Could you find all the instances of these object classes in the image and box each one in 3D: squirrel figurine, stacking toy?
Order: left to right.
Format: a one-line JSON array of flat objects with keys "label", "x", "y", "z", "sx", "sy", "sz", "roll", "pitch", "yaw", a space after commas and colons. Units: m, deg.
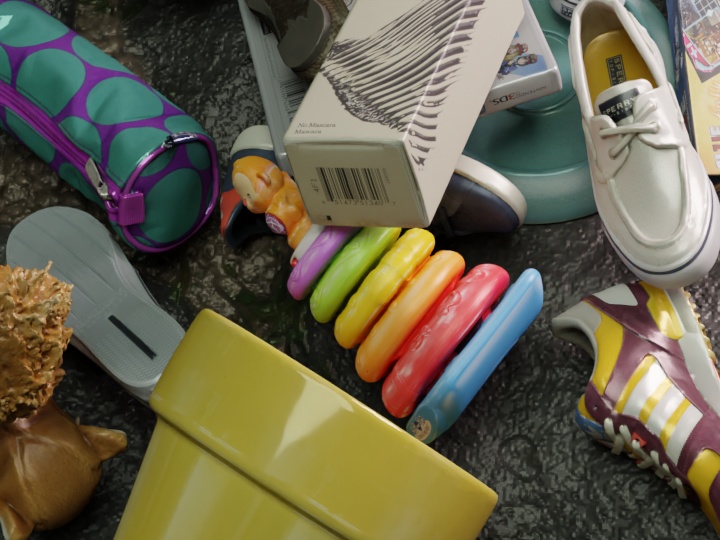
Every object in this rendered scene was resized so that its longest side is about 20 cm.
[{"label": "squirrel figurine", "x": -0.228, "y": 0.067, "z": 1.296, "sx": 0.141, "sy": 0.200, "sz": 0.187, "roll": -37, "pitch": 78, "yaw": -22}, {"label": "stacking toy", "x": 0.000, "y": 0.000, "z": 1.316, "sx": 0.200, "sy": 0.116, "sz": 0.110, "roll": 39, "pitch": 73, "yaw": 4}]

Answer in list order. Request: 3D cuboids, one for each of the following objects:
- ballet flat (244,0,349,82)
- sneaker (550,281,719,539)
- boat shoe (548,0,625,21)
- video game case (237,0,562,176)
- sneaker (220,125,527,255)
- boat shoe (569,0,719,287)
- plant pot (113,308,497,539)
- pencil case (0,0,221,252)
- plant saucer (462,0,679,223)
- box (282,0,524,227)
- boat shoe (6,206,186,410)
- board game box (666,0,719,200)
[{"label": "ballet flat", "x": -0.034, "y": -0.175, "z": 1.424, "sx": 0.068, "sy": 0.046, "sz": 0.200, "roll": -54, "pitch": 29, "yaw": 19}, {"label": "sneaker", "x": 0.178, "y": 0.098, "z": 1.300, "sx": 0.089, "sy": 0.075, "sz": 0.201, "roll": -17, "pitch": 54, "yaw": -3}, {"label": "boat shoe", "x": 0.149, "y": -0.256, "z": 1.464, "sx": 0.073, "sy": 0.068, "sz": 0.200, "roll": 6, "pitch": 51, "yaw": 6}, {"label": "video game case", "x": 0.020, "y": -0.149, "z": 1.421, "sx": 0.181, "sy": 0.022, "sz": 0.201, "roll": -17, "pitch": 38, "yaw": 1}, {"label": "sneaker", "x": 0.004, "y": -0.031, "z": 1.384, "sx": 0.199, "sy": 0.075, "sz": 0.085, "roll": 8, "pitch": 63, "yaw": 21}, {"label": "boat shoe", "x": 0.165, "y": -0.084, "z": 1.336, "sx": 0.070, "sy": 0.070, "sz": 0.201, "roll": -19, "pitch": 54, "yaw": 16}, {"label": "plant pot", "x": -0.054, "y": 0.152, "z": 1.240, "sx": 0.200, "sy": 0.201, "sz": 0.190, "roll": 31, "pitch": 85, "yaw": 20}, {"label": "pencil case", "x": -0.179, "y": -0.097, "z": 1.417, "sx": 0.200, "sy": 0.086, "sz": 0.092, "roll": 37, "pitch": 31, "yaw": 31}, {"label": "plant saucer", "x": 0.115, "y": -0.125, "z": 1.442, "sx": 0.198, "sy": 0.027, "sz": 0.202, "roll": -3, "pitch": 63, "yaw": 5}, {"label": "box", "x": 0.029, "y": -0.116, "z": 1.306, "sx": 0.082, "sy": 0.069, "sz": 0.201, "roll": 1, "pitch": 45, "yaw": 23}, {"label": "boat shoe", "x": -0.158, "y": 0.032, "z": 1.373, "sx": 0.072, "sy": 0.062, "sz": 0.200, "roll": -35, "pitch": 46, "yaw": -10}, {"label": "board game box", "x": 0.269, "y": -0.141, "z": 1.417, "sx": 0.134, "sy": 0.035, "sz": 0.201, "roll": 0, "pitch": 63, "yaw": -3}]
